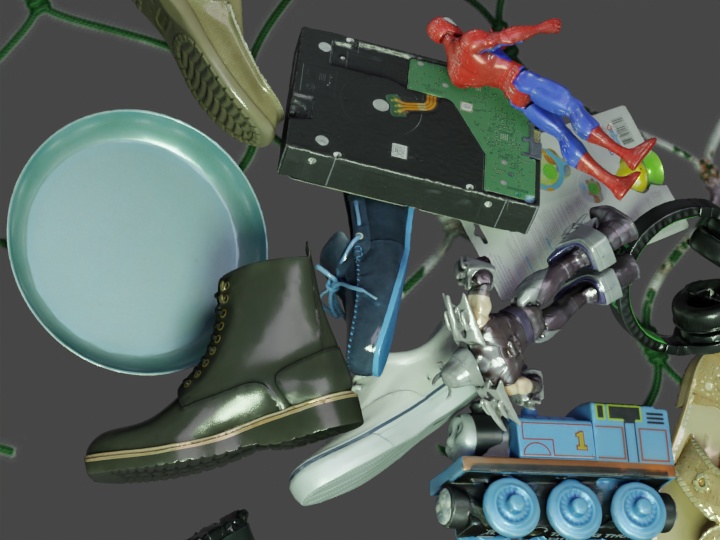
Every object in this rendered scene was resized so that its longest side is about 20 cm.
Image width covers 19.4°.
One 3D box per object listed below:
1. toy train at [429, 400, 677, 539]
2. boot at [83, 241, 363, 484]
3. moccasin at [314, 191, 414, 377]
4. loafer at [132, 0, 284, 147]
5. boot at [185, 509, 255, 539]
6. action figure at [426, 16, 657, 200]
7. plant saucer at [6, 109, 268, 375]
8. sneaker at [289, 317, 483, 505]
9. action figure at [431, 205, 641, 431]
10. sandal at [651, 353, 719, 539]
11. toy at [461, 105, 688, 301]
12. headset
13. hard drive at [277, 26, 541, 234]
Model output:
[{"bbox_3d":[0.148,0.158,1.604,0.198,0.087,0.115,4,65,-19],"label":"toy train"},{"bbox_3d":[-0.109,0.069,1.508,0.198,0.077,0.140,-13,79,-6],"label":"boot"},{"bbox_3d":[0.000,0.000,1.582,0.068,0.081,0.201,10,43,-1],"label":"moccasin"},{"bbox_3d":[-0.113,-0.187,1.592,0.067,0.076,0.201,-34,90,-20],"label":"loafer"},{"bbox_3d":[-0.060,0.247,1.496,0.197,0.073,0.163,-30,89,-22],"label":"boot"},{"bbox_3d":[0.145,-0.148,1.618,0.199,0.065,0.099,34,53,11],"label":"action figure"},{"bbox_3d":[-0.165,-0.019,1.551,0.198,0.027,0.202,6,74,-21],"label":"plant saucer"},{"bbox_3d":[0.014,0.104,1.575,0.199,0.073,0.071,-32,76,-34],"label":"sneaker"},{"bbox_3d":[0.126,0.034,1.571,0.199,0.069,0.131,-36,123,-26],"label":"action figure"},{"bbox_3d":[0.281,0.157,1.663,0.077,0.070,0.214,17,70,-17],"label":"sandal"},{"bbox_3d":[0.157,-0.050,1.682,0.199,0.047,0.116,-21,78,-29],"label":"toy"},{"bbox_3d":[0.287,0.004,1.701,0.198,0.094,0.125,7,107,-21],"label":"headset"},{"bbox_3d":[0.040,-0.107,1.612,0.198,0.038,0.140,12,47,-8],"label":"hard drive"}]
